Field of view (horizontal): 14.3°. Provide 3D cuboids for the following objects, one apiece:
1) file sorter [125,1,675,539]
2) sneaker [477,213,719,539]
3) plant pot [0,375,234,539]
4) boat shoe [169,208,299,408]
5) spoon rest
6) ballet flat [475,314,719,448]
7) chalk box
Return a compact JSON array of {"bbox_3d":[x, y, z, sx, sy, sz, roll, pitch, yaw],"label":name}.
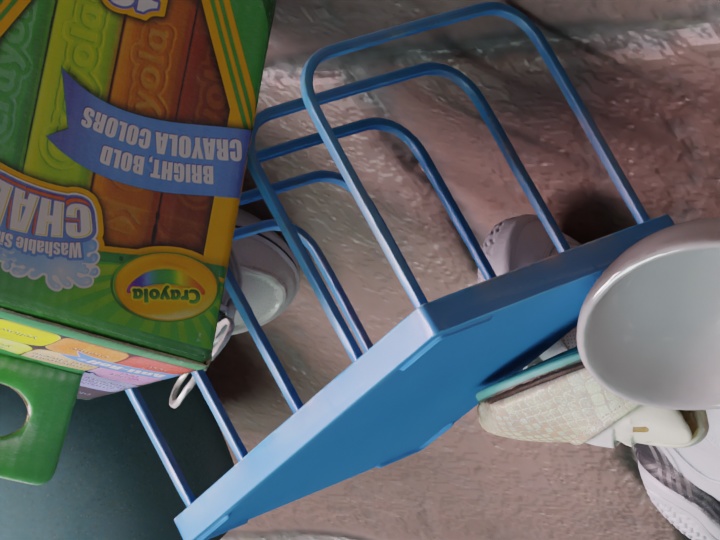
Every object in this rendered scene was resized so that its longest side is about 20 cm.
[{"bbox_3d":[0.000,0.000,1.153,0.200,0.138,0.123,-43,72,48],"label":"file sorter"},{"bbox_3d":[0.146,0.037,1.229,0.115,0.075,0.200,-21,124,41],"label":"sneaker"},{"bbox_3d":[-0.169,0.072,1.422,0.199,0.200,0.136,1,111,35],"label":"plant pot"},{"bbox_3d":[-0.086,0.016,1.266,0.201,0.075,0.086,13,-149,-52],"label":"boat shoe"},{"bbox_3d":[0.179,0.009,1.077,0.199,0.061,0.100,-13,138,2],"label":"spoon rest"},{"bbox_3d":[0.141,0.038,1.148,0.199,0.063,0.067,-26,174,15],"label":"ballet flat"},{"bbox_3d":[-0.125,-0.023,1.094,0.124,0.201,0.124,15,164,-25],"label":"chalk box"}]
